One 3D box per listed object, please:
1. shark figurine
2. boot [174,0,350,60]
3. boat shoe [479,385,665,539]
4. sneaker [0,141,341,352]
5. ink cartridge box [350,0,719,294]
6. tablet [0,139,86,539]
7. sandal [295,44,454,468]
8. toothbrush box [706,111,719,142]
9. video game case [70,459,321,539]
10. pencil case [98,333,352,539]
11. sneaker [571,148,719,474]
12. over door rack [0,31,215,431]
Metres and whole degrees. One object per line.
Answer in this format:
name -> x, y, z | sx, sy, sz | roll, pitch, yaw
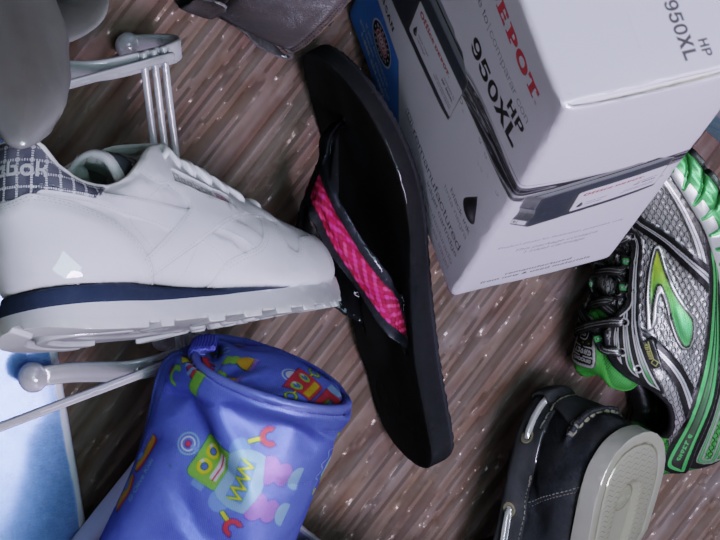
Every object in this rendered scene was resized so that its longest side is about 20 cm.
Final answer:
shark figurine -> -0.181, -0.136, 1.093 | 0.128, 0.214, 0.090 | -44, 153, -45
boot -> -0.064, -0.164, 1.121 | 0.173, 0.200, 0.070 | 17, 62, -13
boat shoe -> 0.083, 0.152, 1.315 | 0.072, 0.067, 0.201 | -12, 124, -52
sneaker -> -0.075, -0.013, 1.136 | 0.200, 0.076, 0.081 | -1, 78, -59
ink cartridge box -> 0.071, -0.097, 1.147 | 0.084, 0.200, 0.145 | -14, 72, -17
tablet -> -0.195, 0.043, 1.202 | 0.129, 0.014, 0.201 | -13, 106, -18
sandal -> 0.000, 0.000, 1.234 | 0.045, 0.075, 0.201 | -18, 111, -20
toothbrush box -> 0.228, -0.071, 1.266 | 0.200, 0.146, 0.086 | 36, 88, -23
video game case -> -0.085, 0.197, 1.270 | 0.182, 0.023, 0.200 | 41, 87, -29
pencil case -> -0.078, 0.123, 1.188 | 0.086, 0.078, 0.201 | 23, 100, -7
sneaker -> 0.134, 0.009, 1.286 | 0.085, 0.078, 0.201 | -26, 111, -13
over door rack -> -0.144, -0.009, 1.152 | 0.200, 0.066, 0.149 | -26, 115, -50
